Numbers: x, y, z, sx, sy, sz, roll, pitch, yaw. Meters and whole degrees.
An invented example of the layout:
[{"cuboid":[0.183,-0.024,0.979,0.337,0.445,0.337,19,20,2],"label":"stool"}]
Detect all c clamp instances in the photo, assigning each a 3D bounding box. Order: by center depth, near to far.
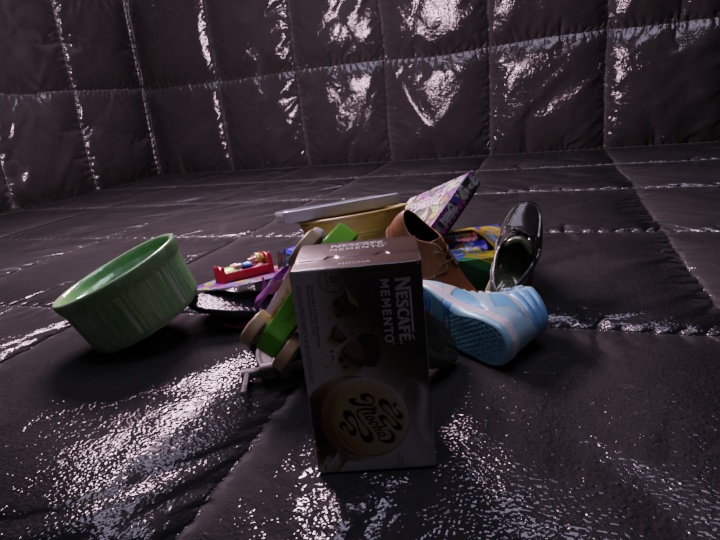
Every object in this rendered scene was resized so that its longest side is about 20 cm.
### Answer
[{"cuboid":[-0.063,0.113,0.711,0.199,0.027,0.171,-12,13,-13],"label":"c clamp"}]

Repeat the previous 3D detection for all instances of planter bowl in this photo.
[{"cuboid":[-0.007,-0.061,0.943,0.199,0.084,0.200,-10,8,1],"label":"planter bowl"}]

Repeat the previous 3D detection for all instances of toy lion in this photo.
[{"cuboid":[-0.063,0.021,0.684,0.068,0.200,0.192,35,26,0],"label":"toy lion"}]

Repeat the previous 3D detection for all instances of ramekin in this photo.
[{"cuboid":[-0.352,0.037,0.829,0.199,0.098,0.200,-24,21,10],"label":"ramekin"}]

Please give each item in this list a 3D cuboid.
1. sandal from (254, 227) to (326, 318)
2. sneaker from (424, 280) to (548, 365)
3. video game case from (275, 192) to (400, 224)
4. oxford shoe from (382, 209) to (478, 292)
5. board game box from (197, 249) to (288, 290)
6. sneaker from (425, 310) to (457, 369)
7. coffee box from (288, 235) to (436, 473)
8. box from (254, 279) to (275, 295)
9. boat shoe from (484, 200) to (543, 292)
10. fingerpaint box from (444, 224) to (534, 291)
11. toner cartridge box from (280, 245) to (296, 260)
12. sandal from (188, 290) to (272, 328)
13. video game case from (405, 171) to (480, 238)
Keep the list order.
[{"cuboid":[-0.115,0.016,0.769,0.050,0.203,0.082,35,17,2],"label":"sandal"},{"cuboid":[0.163,0.053,0.734,0.130,0.080,0.200,-19,32,-31],"label":"sneaker"},{"cuboid":[-0.049,-0.112,0.965,0.199,0.024,0.182,-12,8,-12],"label":"video game case"},{"cuboid":[0.115,-0.008,0.798,0.200,0.071,0.071,46,51,12],"label":"oxford shoe"},{"cuboid":[-0.203,-0.007,0.946,0.157,0.039,0.200,-8,8,16],"label":"board game box"},{"cuboid":[0.023,0.095,0.639,0.199,0.077,0.114,9,-38,-40],"label":"sneaker"},{"cuboid":[0.007,0.077,0.500,0.112,0.201,0.080,-4,18,4],"label":"coffee box"},{"cuboid":[-0.083,0.005,0.985,0.199,0.037,0.144,-15,10,-26],"label":"box"},{"cuboid":[0.239,-0.029,0.812,0.071,0.066,0.202,20,66,12],"label":"boat shoe"},{"cuboid":[0.191,-0.019,0.949,0.166,0.074,0.200,-6,18,-1],"label":"fingerpaint box"},{"cuboid":[-0.067,-0.042,1.155,0.095,0.043,0.199,9,23,43],"label":"toner cartridge box"},{"cuboid":[-0.178,0.070,0.860,0.198,0.045,0.075,7,22,-6],"label":"sandal"},{"cuboid":[0.107,-0.083,0.983,0.182,0.036,0.200,-53,17,-22],"label":"video game case"}]
